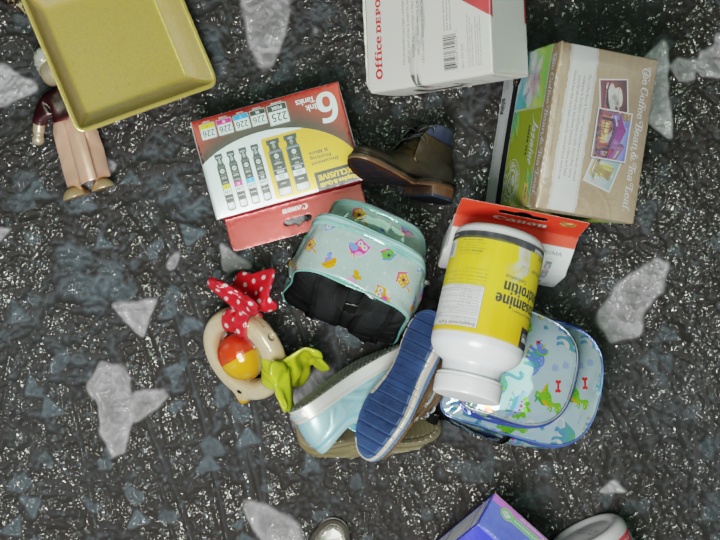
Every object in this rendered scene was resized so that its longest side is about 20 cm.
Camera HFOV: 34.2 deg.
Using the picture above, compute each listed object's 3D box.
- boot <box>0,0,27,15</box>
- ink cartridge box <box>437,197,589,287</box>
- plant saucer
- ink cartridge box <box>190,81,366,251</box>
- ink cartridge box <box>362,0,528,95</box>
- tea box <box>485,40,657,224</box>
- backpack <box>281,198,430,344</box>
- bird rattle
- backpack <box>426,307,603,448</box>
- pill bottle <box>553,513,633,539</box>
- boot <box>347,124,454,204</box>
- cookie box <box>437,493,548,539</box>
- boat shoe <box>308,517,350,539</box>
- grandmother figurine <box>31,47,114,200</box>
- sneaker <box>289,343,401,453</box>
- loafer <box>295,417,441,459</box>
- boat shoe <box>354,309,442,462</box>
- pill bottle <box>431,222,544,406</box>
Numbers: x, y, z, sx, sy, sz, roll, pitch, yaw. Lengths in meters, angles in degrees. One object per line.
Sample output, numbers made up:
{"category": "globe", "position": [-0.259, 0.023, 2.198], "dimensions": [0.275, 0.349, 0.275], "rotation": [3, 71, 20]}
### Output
{"category": "boot", "position": [-0.493, -0.361, 1.530], "dimensions": [0.150, 0.073, 0.201], "rotation": [18, 86, -1]}
{"category": "ink cartridge box", "position": [0.188, -0.031, 1.474], "dimensions": [0.161, 0.200, 0.058], "rotation": [11, 82, 0]}
{"category": "plant saucer", "position": [-0.315, -0.296, 1.519], "dimensions": [0.199, 0.048, 0.201], "rotation": [-23, 91, -21]}
{"category": "ink cartridge box", "position": [-0.100, -0.132, 1.529], "dimensions": [0.198, 0.084, 0.177], "rotation": [-16, 92, 0]}
{"category": "ink cartridge box", "position": [0.105, -0.305, 1.473], "dimensions": [0.199, 0.083, 0.148], "rotation": [-1, 93, 42]}
{"category": "tea box", "position": [0.259, -0.167, 1.463], "dimensions": [0.133, 0.197, 0.202], "rotation": [8, 91, -13]}
{"category": "backpack", "position": [0.000, 0.000, 1.474], "dimensions": [0.175, 0.200, 0.154], "rotation": [25, 81, 1]}
{"category": "bird rattle", "position": [-0.147, 0.099, 1.509], "dimensions": [0.163, 0.113, 0.200], "rotation": [-32, 102, 42]}
{"category": "backpack", "position": [0.209, 0.135, 1.498], "dimensions": [0.199, 0.147, 0.184], "rotation": [18, 81, -4]}
{"category": "pill bottle", "position": [0.335, 0.431, 1.531], "dimensions": [0.108, 0.109, 0.201], "rotation": [-26, 92, 1]}
{"category": "boot", "position": [0.055, -0.153, 1.495], "dimensions": [0.074, 0.199, 0.098], "rotation": [3, 81, 38]}
{"category": "cookie box", "position": [0.165, 0.409, 1.502], "dimensions": [0.171, 0.075, 0.200], "rotation": [42, 125, -1]}
{"category": "boat shoe", "position": [-0.063, 0.430, 1.556], "dimensions": [0.066, 0.057, 0.201], "rotation": [22, 91, -1]}
{"category": "grandmother figurine", "position": [-0.379, -0.201, 1.540], "dimensions": [0.120, 0.061, 0.201], "rotation": [-18, 94, -8]}
{"category": "sneaker", "position": [0.001, 0.164, 1.500], "dimensions": [0.199, 0.074, 0.082], "rotation": [-31, 98, -27]}
{"category": "loafer", "position": [0.008, 0.208, 1.547], "dimensions": [0.198, 0.068, 0.077], "rotation": [1, 66, -15]}
{"category": "boat shoe", "position": [0.066, 0.152, 1.450], "dimensions": [0.072, 0.072, 0.201], "rotation": [29, 89, 43]}
{"category": "pill bottle", "position": [0.146, 0.053, 1.385], "dimensions": [0.111, 0.112, 0.202], "rotation": [13, 78, 0]}
